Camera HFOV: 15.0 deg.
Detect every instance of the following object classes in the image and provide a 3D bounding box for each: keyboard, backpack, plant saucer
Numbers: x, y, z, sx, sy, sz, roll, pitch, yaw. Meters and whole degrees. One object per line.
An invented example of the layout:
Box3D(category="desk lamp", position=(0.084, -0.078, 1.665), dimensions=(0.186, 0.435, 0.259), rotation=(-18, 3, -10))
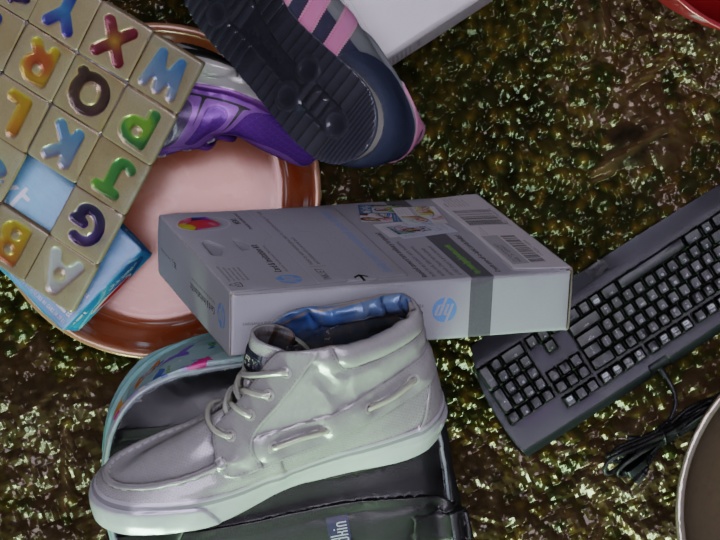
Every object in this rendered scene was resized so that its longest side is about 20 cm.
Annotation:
Box3D(category="keyboard", position=(0.176, 0.049, 1.656), dimensions=(0.200, 0.021, 0.127), rotation=(-33, 90, 0))
Box3D(category="backpack", position=(-0.051, 0.115, 1.580), dimensions=(0.199, 0.151, 0.178), rotation=(-13, 103, -6))
Box3D(category="plant saucer", position=(-0.123, -0.048, 1.645), dimensions=(0.200, 0.032, 0.201), rotation=(0, 90, -2))

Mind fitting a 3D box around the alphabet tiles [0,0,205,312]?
Box3D(category="alphabet tiles", position=(-0.207, -0.097, 1.537), dimensions=(0.200, 0.008, 0.167), rotation=(32, 109, 6))

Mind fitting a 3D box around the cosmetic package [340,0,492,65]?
Box3D(category="cosmetic package", position=(0.029, -0.191, 1.623), dimensions=(0.200, 0.085, 0.108), rotation=(-31, 90, -2))

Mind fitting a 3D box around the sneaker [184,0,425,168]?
Box3D(category="sneaker", position=(-0.036, -0.135, 1.554), dimensions=(0.070, 0.082, 0.200), rotation=(-42, 67, 23))

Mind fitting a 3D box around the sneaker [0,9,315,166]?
Box3D(category="sneaker", position=(-0.116, -0.092, 1.583), dimensions=(0.199, 0.081, 0.084), rotation=(15, 98, -15))

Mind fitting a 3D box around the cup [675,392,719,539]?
Box3D(category="cup", position=(0.274, 0.135, 1.595), dimensions=(0.200, 0.143, 0.201), rotation=(0, 90, -1))

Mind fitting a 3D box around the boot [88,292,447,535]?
Box3D(category="boot", position=(-0.056, 0.069, 1.455), dimensions=(0.199, 0.074, 0.096), rotation=(-18, 127, -8))

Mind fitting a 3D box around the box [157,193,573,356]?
Box3D(category="box", position=(0.000, 0.000, 1.559), dimensions=(0.199, 0.156, 0.041), rotation=(-3, 108, -19))

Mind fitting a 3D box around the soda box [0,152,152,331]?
Box3D(category="soda box", position=(-0.216, -0.057, 1.595), dimensions=(0.200, 0.064, 0.068), rotation=(45, 90, 2))

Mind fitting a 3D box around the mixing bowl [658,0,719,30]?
Box3D(category="mixing bowl", position=(0.216, -0.223, 1.603), dimensions=(0.199, 0.108, 0.201), rotation=(2, 84, -20))
